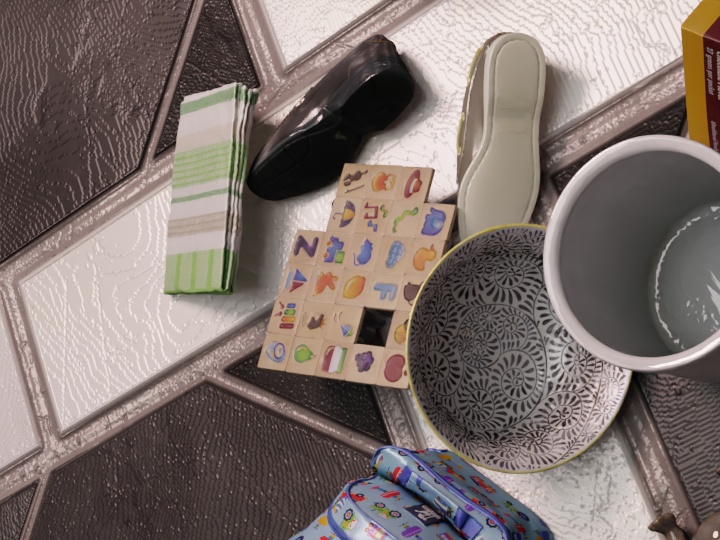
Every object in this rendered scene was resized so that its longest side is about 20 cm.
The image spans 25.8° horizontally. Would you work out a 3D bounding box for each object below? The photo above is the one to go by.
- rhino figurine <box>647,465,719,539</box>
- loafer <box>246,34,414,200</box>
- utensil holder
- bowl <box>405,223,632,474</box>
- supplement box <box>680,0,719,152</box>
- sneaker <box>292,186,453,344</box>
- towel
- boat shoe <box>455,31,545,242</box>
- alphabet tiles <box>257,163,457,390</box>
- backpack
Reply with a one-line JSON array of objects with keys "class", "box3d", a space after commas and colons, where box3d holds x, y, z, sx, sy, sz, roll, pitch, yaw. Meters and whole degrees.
[{"class": "rhino figurine", "box3d": [0.264, 0.229, 1.238, 0.200, 0.060, 0.088, -46, 73, 21]}, {"class": "loafer", "box3d": [-0.031, -0.142, 1.486, 0.199, 0.073, 0.073, -36, 41, 23]}, {"class": "utensil holder", "box3d": [0.256, -0.001, 1.197, 0.168, 0.199, 0.172, -5, 80, 31]}, {"class": "bowl", "box3d": [0.121, 0.064, 1.315, 0.198, 0.094, 0.203, 0, 89, -13]}, {"class": "supplement box", "box3d": [0.372, -0.159, 1.142, 0.199, 0.133, 0.197, 29, 65, 32]}, {"class": "sneaker", "box3d": [-0.012, -0.005, 1.449, 0.200, 0.075, 0.116, -41, 56, 13]}, {"class": "towel", "box3d": [-0.147, -0.076, 1.537, 0.149, 0.030, 0.203, -2, 82, 61]}, {"class": "boat shoe", "box3d": [0.119, -0.108, 1.383, 0.060, 0.071, 0.204, -143, 59, -71]}, {"class": "alphabet tiles", "box3d": [0.000, 0.000, 1.389, 0.166, 0.008, 0.202, 5, 72, 36]}, {"class": "backpack", "box3d": [0.045, 0.233, 1.292, 0.182, 0.199, 0.135, 36, 101, 31]}]
